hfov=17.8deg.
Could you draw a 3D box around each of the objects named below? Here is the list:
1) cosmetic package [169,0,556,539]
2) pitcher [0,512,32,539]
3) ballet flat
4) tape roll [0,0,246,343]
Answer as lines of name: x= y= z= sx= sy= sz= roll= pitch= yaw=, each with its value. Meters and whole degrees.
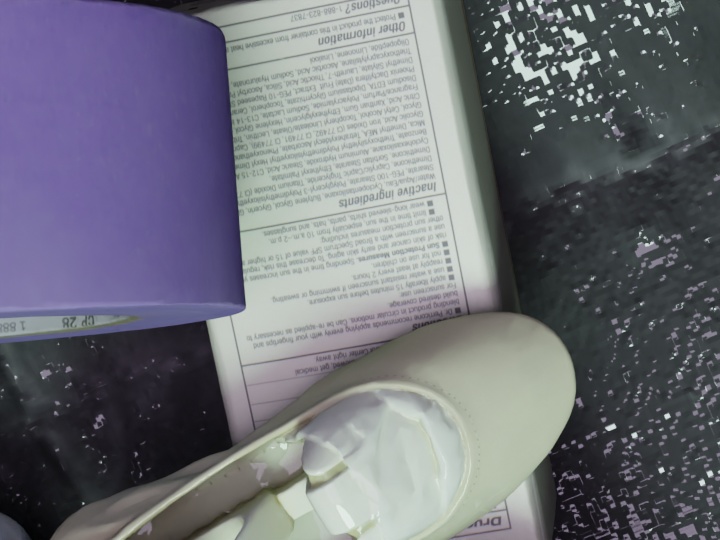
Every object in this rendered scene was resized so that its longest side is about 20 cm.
cosmetic package: x=0.000 y=0.000 z=0.788 sx=0.103 sy=0.073 sz=0.202 roll=-9 pitch=100 yaw=9
pitcher: x=-0.147 y=0.196 z=0.800 sx=0.120 sy=0.171 sz=0.202 roll=-6 pitch=104 yaw=-25
ballet flat: x=-0.021 y=0.079 z=0.736 sx=0.199 sy=0.069 sz=0.070 roll=-30 pitch=96 yaw=13
tape roll: x=-0.135 y=-0.022 z=0.679 sx=0.198 sy=0.200 sz=0.086 roll=-4 pitch=87 yaw=8
